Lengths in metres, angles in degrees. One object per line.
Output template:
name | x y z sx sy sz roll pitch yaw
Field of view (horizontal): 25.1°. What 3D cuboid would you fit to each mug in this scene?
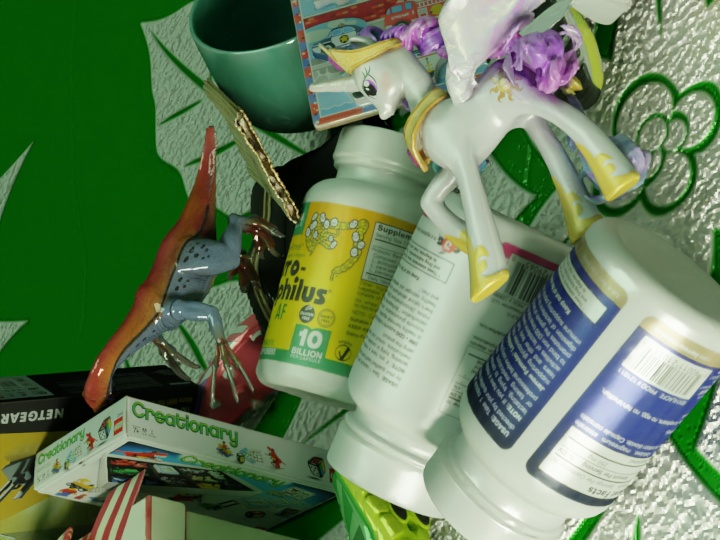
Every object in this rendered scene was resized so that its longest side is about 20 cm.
mug | -0.041 -0.181 1.333 0.152 0.115 0.185 -42 44 -16

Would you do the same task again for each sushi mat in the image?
sushi mat | -0.088 -0.096 1.264 0.012 0.096 0.200 -30 17 -4

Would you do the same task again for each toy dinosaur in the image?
toy dinosaur | -0.147 0.020 1.202 0.105 0.181 0.201 -38 79 50

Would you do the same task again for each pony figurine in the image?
pony figurine | 0.085 -0.109 0.994 0.193 0.166 0.200 -37 74 11

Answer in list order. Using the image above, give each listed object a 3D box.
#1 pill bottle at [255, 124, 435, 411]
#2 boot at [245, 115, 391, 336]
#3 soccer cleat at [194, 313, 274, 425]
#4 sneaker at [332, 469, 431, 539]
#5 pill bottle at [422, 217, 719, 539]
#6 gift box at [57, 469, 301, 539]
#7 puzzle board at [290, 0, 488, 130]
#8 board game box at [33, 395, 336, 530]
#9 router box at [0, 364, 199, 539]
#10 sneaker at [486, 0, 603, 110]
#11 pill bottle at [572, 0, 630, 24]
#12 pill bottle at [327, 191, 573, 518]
pill bottle | 0.000 0.000 1.203 0.113 0.112 0.201 4 76 54
boot | -0.023 -0.034 1.291 0.138 0.077 0.201 -36 47 31
soccer cleat | -0.118 0.103 1.354 0.200 0.067 0.077 -60 36 18
sneaker | 0.014 0.208 1.110 0.084 0.074 0.200 -48 40 21
pill bottle | 0.131 0.077 0.983 0.200 0.115 0.116 -54 38 20
gift box | -0.136 0.268 1.185 0.200 0.186 0.185 -40 44 36
puzzle board | 0.050 -0.190 1.217 0.199 0.017 0.151 -16 52 6
board game box | -0.126 0.152 1.218 0.126 0.199 0.035 -31 51 40
router box | -0.231 0.161 1.270 0.052 0.199 0.158 25 109 43
sneaker | 0.121 -0.198 1.148 0.078 0.090 0.200 -49 63 41
pill bottle | 0.207 -0.257 1.064 0.200 0.104 0.105 -47 41 29
pill bottle | 0.060 0.056 1.092 0.113 0.113 0.201 32 99 55
